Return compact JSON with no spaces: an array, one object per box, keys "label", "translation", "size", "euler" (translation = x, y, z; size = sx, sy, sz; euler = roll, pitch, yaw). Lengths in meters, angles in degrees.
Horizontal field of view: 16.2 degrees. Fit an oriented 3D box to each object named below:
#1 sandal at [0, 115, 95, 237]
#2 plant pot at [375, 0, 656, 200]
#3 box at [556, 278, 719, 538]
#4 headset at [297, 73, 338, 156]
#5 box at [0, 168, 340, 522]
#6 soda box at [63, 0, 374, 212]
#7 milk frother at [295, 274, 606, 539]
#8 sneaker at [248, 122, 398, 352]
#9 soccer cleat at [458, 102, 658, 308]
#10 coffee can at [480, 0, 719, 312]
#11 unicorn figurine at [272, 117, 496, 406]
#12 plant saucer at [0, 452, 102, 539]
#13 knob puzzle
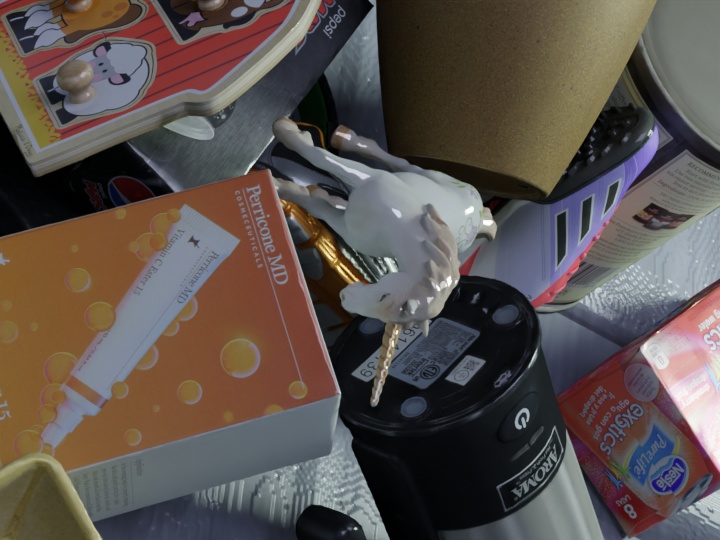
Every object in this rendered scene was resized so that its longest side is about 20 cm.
[{"label":"sandal","translation":[-0.172,-0.024,1.350],"size":[0.201,0.048,0.075],"euler":[49,42,14]},{"label":"plant pot","translation":[0.083,-0.148,1.411],"size":[0.185,0.186,0.202],"euler":[18,81,-33]},{"label":"box","translation":[0.221,0.072,1.593],"size":[0.200,0.095,0.103],"euler":[-32,87,-47]},{"label":"headset","translation":[-0.095,-0.104,1.459],"size":[0.199,0.093,0.125],"euler":[28,53,-45]},{"label":"box","translation":[-0.123,0.046,1.235],"size":[0.198,0.098,0.125],"euler":[-15,71,-10]},{"label":"soda box","translation":[-0.074,-0.098,1.367],"size":[0.071,0.063,0.200],"euler":[45,49,-12]},{"label":"milk frother","translation":[0.017,0.106,1.374],"size":[0.180,0.200,0.189],"euler":[-31,128,-14]},{"label":"sneaker","translation":[0.000,0.000,1.429],"size":[0.200,0.078,0.078],"euler":[53,46,-29]},{"label":"soccer cleat","translation":[0.109,-0.023,1.480],"size":[0.073,0.200,0.068],"euler":[43,30,-16]},{"label":"coffee can","translation":[0.156,-0.082,1.557],"size":[0.146,0.200,0.147],"euler":[22,51,-30]},{"label":"unicorn figurine","translation":[0.012,-0.025,1.300],"size":[0.137,0.074,0.200],"euler":[29,30,22]},{"label":"plant saucer","translation":[-0.181,0.214,1.131],"size":[0.199,0.048,0.201],"euler":[-29,91,-22]},{"label":"knob puzzle","translation":[-0.108,-0.140,1.337],"size":[0.220,0.218,0.031],"euler":[-63,145,-44]}]
